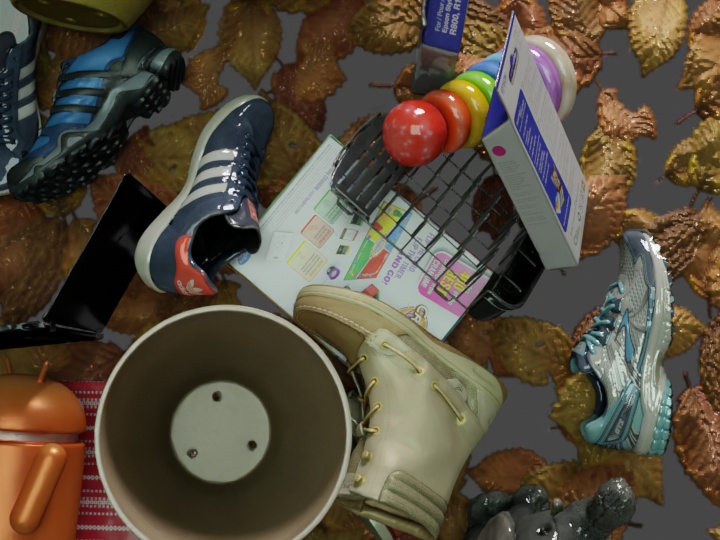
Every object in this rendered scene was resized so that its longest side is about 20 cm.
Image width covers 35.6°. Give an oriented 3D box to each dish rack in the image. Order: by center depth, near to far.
[{"bbox_3d":[0.075,-0.060,0.975,0.200,0.055,0.154,41,46,-3],"label":"dish rack"}]

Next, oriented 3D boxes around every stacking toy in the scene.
[{"bbox_3d":[0.096,-0.141,0.962,0.199,0.085,0.086,-25,84,-38],"label":"stacking toy"}]

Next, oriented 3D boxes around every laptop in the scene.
[{"bbox_3d":[-0.270,0.001,0.947,0.198,0.187,0.117,-6,84,0],"label":"laptop"}]

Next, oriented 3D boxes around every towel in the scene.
[{"bbox_3d":[-0.214,0.202,1.010,0.143,0.022,0.202,1,83,3],"label":"towel"}]

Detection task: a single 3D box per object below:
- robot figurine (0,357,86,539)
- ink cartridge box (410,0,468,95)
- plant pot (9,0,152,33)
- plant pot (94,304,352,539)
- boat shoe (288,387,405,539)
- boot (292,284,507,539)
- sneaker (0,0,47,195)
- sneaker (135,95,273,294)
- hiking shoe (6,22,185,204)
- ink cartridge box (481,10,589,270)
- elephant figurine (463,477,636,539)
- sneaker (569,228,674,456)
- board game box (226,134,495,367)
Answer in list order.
[{"bbox_3d":[-0.292,0.176,0.950,0.115,0.144,0.202,4,84,2],"label":"robot figurine"},{"bbox_3d":[0.080,-0.269,0.964,0.040,0.200,0.202,9,85,2],"label":"ink cartridge box"},{"bbox_3d":[-0.241,-0.289,0.970,0.198,0.200,0.143,9,86,1],"label":"plant pot"},{"bbox_3d":[-0.112,0.130,0.908,0.185,0.200,0.189,1,83,-8],"label":"plant pot"},{"bbox_3d":[-0.009,0.145,0.990,0.062,0.071,0.201,-34,84,-11],"label":"boat shoe"},{"bbox_3d":[0.007,0.116,0.932,0.199,0.073,0.156,31,66,-3],"label":"boot"},{"bbox_3d":[-0.331,-0.172,1.015,0.074,0.085,0.202,1,85,0],"label":"sneaker"},{"bbox_3d":[-0.111,-0.062,0.976,0.084,0.075,0.201,14,68,31],"label":"sneaker"},{"bbox_3d":[-0.253,-0.146,1.026,0.087,0.074,0.200,42,76,11],"label":"hiking shoe"},{"bbox_3d":[0.139,-0.101,0.914,0.037,0.201,0.095,-6,45,26],"label":"ink cartridge box"},{"bbox_3d":[0.140,0.243,0.913,0.140,0.200,0.157,-3,84,0],"label":"elephant figurine"},{"bbox_3d":[0.230,0.062,0.994,0.085,0.078,0.202,0,84,4],"label":"sneaker"},{"bbox_3d":[0.000,0.000,1.018,0.200,0.040,0.153,40,86,4],"label":"board game box"}]
